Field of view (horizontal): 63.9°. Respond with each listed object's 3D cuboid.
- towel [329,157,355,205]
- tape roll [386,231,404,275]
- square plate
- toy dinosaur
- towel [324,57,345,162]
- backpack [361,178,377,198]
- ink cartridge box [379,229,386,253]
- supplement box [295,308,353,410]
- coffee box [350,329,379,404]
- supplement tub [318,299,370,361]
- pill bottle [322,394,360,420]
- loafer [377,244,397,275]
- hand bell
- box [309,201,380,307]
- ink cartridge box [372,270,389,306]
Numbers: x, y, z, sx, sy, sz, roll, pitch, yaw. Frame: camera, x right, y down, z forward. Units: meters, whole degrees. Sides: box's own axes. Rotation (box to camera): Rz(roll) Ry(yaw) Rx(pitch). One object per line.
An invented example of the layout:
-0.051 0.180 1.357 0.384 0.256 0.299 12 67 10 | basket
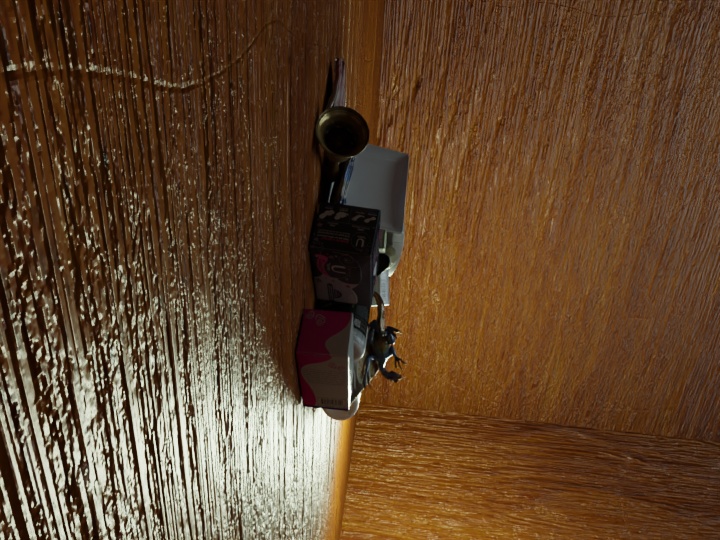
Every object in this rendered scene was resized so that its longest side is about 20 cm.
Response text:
-0.035 -0.211 1.251 0.147 0.023 0.205 141 -37 -71 | towel
0.069 -0.084 1.617 0.202 0.036 0.209 -172 -90 -70 | tape roll
0.018 -0.199 1.363 0.028 0.193 0.206 153 -55 -68 | square plate
0.065 0.186 1.394 0.183 0.102 0.204 81 15 -58 | toy dinosaur
-0.054 -0.328 1.238 0.201 0.029 0.150 94 2 -65 | towel
-0.004 -0.170 1.493 0.168 0.123 0.204 -58 157 -55 | backpack
-0.009 -0.068 1.365 0.200 0.141 0.049 65 30 -84 | ink cartridge box
-0.065 0.179 1.136 0.203 0.098 0.105 92 5 -50 | supplement box
-0.025 0.228 1.396 0.200 0.078 0.117 -41 129 -53 | coffee box
-0.038 0.095 1.309 0.124 0.119 0.204 91 6 -52 | supplement tub
-0.048 0.324 1.618 0.200 0.103 0.109 -73 168 -74 | pill bottle
0.000 0.000 1.419 0.077 0.198 0.068 57 6 0 | loafer
-0.051 -0.222 1.144 0.200 0.101 0.107 122 -24 -68 | hand bell
-0.030 -0.027 1.193 0.202 0.128 0.117 90 10 -56 | box
-0.006 0.018 1.574 0.047 0.197 0.165 5 81 -45 | ink cartridge box
